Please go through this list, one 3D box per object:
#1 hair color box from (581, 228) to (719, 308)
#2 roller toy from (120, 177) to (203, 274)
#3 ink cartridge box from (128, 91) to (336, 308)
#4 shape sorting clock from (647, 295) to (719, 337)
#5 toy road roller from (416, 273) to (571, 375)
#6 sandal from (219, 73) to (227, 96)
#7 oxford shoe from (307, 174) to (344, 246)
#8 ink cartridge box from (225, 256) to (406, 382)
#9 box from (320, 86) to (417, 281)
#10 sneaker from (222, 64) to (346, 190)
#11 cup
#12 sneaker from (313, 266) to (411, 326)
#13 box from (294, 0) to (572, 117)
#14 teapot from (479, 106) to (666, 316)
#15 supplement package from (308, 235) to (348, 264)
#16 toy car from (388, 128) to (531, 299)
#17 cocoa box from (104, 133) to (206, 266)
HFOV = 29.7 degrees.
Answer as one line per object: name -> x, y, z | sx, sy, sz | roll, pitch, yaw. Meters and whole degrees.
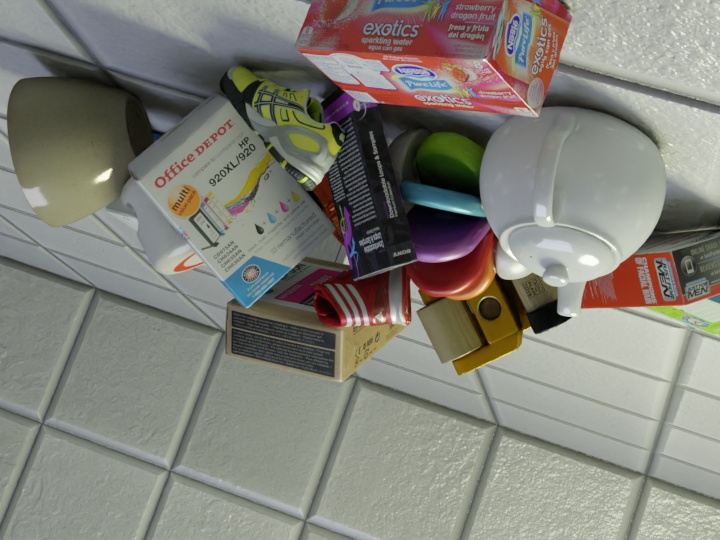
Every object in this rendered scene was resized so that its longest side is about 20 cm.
hair color box -> 0.328, -0.001, 1.501 | 0.110, 0.064, 0.200 | -16, -176, -25
roller toy -> -0.212, -0.093, 1.778 | 0.199, 0.141, 0.182 | -30, 175, 38
ink cartridge box -> -0.156, -0.087, 1.611 | 0.200, 0.147, 0.145 | 50, 176, -17
shape sorting clock -> 0.427, 0.037, 1.683 | 0.198, 0.040, 0.200 | 19, 167, 5
toy road roller -> 0.183, 0.040, 1.783 | 0.199, 0.124, 0.146 | -27, 179, 13
sandal -> -0.074, -0.176, 1.595 | 0.200, 0.045, 0.075 | 38, 160, -10
oxford shoe -> -0.029, -0.098, 1.694 | 0.201, 0.071, 0.073 | 56, 177, -17
ink cartridge box -> -0.050, 0.055, 1.690 | 0.164, 0.076, 0.200 | 12, -157, 23
box -> 0.002, -0.095, 1.472 | 0.036, 0.202, 0.143 | -12, 178, -18
sneaker -> -0.081, -0.168, 1.480 | 0.200, 0.076, 0.075 | 49, -176, 36
cup -> -0.356, -0.170, 1.795 | 0.142, 0.202, 0.200 | -11, 160, 12
sneaker -> 0.000, 0.000, 1.601 | 0.114, 0.079, 0.200 | -6, -155, 4
box -> 0.059, -0.196, 1.120 | 0.199, 0.096, 0.100 | 11, 165, 39
teapot -> 0.199, -0.057, 1.319 | 0.199, 0.147, 0.197 | 26, 154, -23
supplement package -> -0.075, -0.048, 1.976 | 0.199, 0.115, 0.110 | 16, 167, 27
toy car -> 0.100, -0.052, 1.490 | 0.174, 0.150, 0.201 | 15, 141, 29
cocoa box -> -0.250, -0.099, 1.994 | 0.133, 0.132, 0.200 | 15, 167, 31
